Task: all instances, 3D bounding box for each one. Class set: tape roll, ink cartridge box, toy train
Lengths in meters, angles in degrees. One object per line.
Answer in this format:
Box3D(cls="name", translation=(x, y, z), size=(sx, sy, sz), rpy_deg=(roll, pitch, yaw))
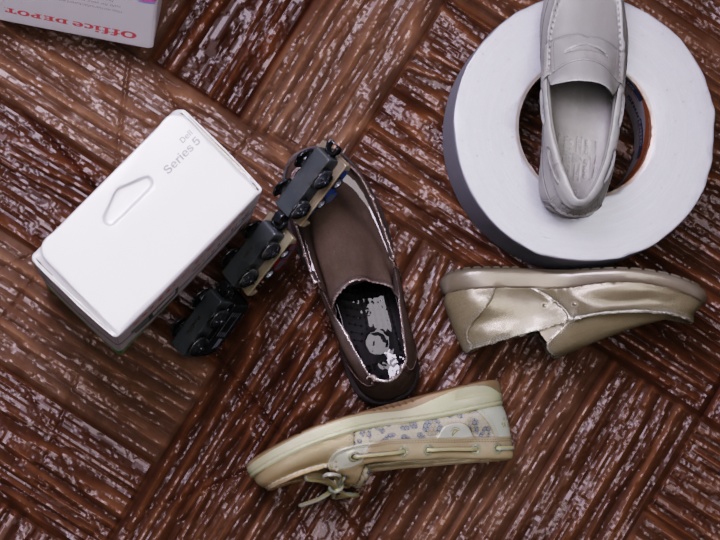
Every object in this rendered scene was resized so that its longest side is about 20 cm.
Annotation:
Box3D(cls="tape roll", translation=(0.163, -0.102, 1.762), size=(0.198, 0.066, 0.202), rpy_deg=(0, 85, -4))
Box3D(cls="ink cartridge box", translation=(-0.151, -0.023, 1.658), size=(0.084, 0.200, 0.146), rpy_deg=(44, 83, 0))
Box3D(cls="toy train", translation=(-0.070, -0.014, 1.712), size=(0.034, 0.046, 0.200), rpy_deg=(48, 112, 26))
Box3D(cls="ink cartridge box", translation=(-0.196, -0.258, 1.686), size=(0.127, 0.200, 0.126), rpy_deg=(11, 67, -4))

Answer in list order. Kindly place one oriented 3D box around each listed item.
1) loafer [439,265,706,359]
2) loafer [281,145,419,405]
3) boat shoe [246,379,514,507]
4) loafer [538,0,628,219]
Box3D(cls="loafer", translation=(0.158, 0.032, 1.750), size=(0.198, 0.076, 0.068), rpy_deg=(1, 87, 4))
Box3D(cls="loafer", translation=(0.000, 0.000, 1.735), size=(0.073, 0.071, 0.201), rpy_deg=(-22, 88, -7))
Box3D(cls="boat shoe", translation=(0.016, 0.133, 1.725), size=(0.198, 0.073, 0.063), rpy_deg=(-15, 84, -7))
Box3D(cls="loafer", translation=(0.163, -0.138, 1.696), size=(0.069, 0.070, 0.202), rpy_deg=(2, 85, -5))
